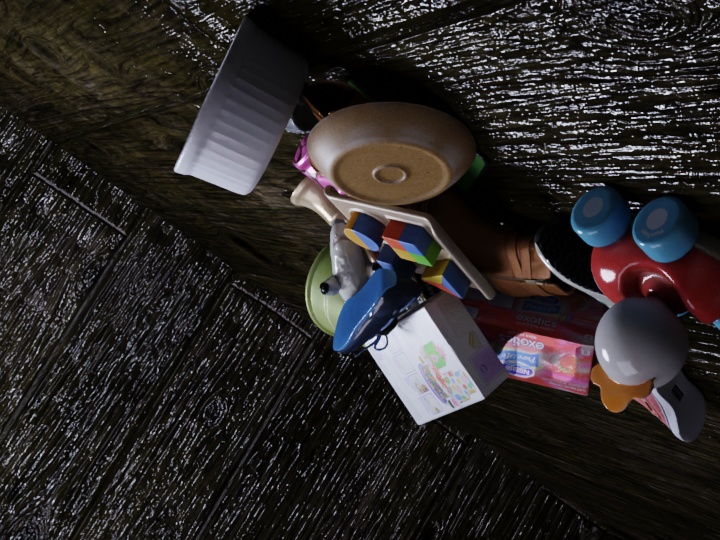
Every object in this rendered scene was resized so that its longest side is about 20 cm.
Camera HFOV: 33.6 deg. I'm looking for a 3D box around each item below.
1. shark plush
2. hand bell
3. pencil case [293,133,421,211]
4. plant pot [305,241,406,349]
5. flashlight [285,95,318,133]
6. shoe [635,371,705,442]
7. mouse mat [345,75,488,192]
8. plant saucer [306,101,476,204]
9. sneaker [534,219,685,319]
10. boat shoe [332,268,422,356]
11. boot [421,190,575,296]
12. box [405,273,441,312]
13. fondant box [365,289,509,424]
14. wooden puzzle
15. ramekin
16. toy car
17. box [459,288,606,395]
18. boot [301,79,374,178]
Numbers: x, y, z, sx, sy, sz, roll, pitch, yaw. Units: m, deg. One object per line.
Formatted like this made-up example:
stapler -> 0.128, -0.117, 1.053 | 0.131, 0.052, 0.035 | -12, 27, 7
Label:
shark plush -> 0.000, 0.000, 1.670 | 0.200, 0.090, 0.084 | 41, -153, -63
hand bell -> -0.002, -0.055, 1.710 | 0.201, 0.104, 0.104 | 52, 174, 11
pencil case -> 0.005, -0.123, 1.612 | 0.199, 0.091, 0.094 | 35, 172, -4
plant pot -> 0.038, 0.055, 1.929 | 0.200, 0.201, 0.190 | 39, 180, -36
flashlight -> -0.123, -0.217, 1.606 | 0.068, 0.068, 0.199 | 41, 168, -32
shoe -> 0.446, 0.180, 1.784 | 0.090, 0.072, 0.200 | 23, 161, 46
mouse mat -> 0.063, -0.165, 1.464 | 0.198, 0.008, 0.161 | 33, 170, 2
plant saucer -> 0.035, -0.124, 1.373 | 0.197, 0.036, 0.201 | 2, 155, 1
sneaker -> 0.293, 0.014, 1.432 | 0.198, 0.071, 0.094 | 28, 164, 8
boat shoe -> 0.021, 0.068, 1.599 | 0.068, 0.085, 0.200 | 13, 155, -19
boot -> 0.177, -0.033, 1.529 | 0.154, 0.077, 0.201 | 8, 143, 49
box -> 0.071, -0.012, 1.753 | 0.202, 0.049, 0.160 | 63, 169, 11
fondant box -> 0.101, 0.121, 1.642 | 0.145, 0.058, 0.200 | 56, 152, 1
wooden puzzle -> 0.057, -0.026, 1.520 | 0.198, 0.047, 0.185 | 21, 164, 41
ramekin -> -0.139, -0.191, 1.428 | 0.097, 0.203, 0.200 | 25, 171, -11
toy car -> 0.289, 0.049, 1.241 | 0.184, 0.202, 0.176 | 39, 168, -34
box -> 0.232, 0.085, 1.649 | 0.197, 0.103, 0.096 | 11, 132, 15
boot -> -0.027, -0.169, 1.443 | 0.198, 0.078, 0.155 | 13, 165, 46
